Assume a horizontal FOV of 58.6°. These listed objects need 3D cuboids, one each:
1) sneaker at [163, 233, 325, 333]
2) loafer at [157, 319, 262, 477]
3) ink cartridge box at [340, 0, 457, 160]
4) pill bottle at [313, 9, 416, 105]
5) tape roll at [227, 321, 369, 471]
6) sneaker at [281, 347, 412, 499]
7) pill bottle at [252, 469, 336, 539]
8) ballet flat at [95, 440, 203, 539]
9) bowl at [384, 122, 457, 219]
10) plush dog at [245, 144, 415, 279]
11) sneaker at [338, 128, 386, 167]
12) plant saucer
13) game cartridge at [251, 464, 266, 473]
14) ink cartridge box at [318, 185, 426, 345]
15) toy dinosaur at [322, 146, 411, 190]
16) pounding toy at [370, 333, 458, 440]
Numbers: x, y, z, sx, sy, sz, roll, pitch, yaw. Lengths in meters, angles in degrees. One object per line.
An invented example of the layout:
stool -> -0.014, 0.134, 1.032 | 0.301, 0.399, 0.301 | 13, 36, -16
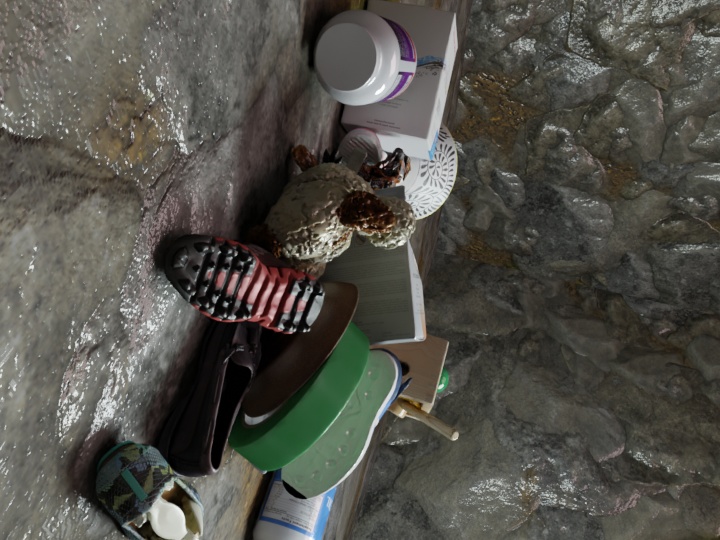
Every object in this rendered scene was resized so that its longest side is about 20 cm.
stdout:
sneaker -> -0.122, 0.007, 0.618 | 0.200, 0.097, 0.072 | 25, 91, -56
loafer -> -0.133, 0.116, 0.656 | 0.072, 0.062, 0.202 | 58, 43, -44
ink cartridge box -> 0.068, -0.305, 1.044 | 0.147, 0.143, 0.203 | 18, 85, -80
pill bottle -> 0.006, -0.276, 0.838 | 0.200, 0.111, 0.114 | -49, 150, -69
tape roll -> -0.075, 0.138, 0.764 | 0.200, 0.048, 0.201 | -43, -163, 17
sneaker -> -0.016, 0.187, 0.803 | 0.201, 0.080, 0.147 | -55, 171, -7
pill bottle -> -0.109, 0.397, 1.041 | 0.113, 0.111, 0.202 | 85, 21, -59
ballet flat -> -0.175, 0.219, 0.570 | 0.201, 0.073, 0.075 | 81, 24, -57
bowl -> 0.069, -0.196, 1.174 | 0.094, 0.199, 0.204 | -2, 106, -54
plush dog -> -0.047, -0.066, 0.743 | 0.172, 0.198, 0.162 | -75, 142, -74
sneaker -> 0.005, -0.185, 1.062 | 0.201, 0.074, 0.106 | 91, 13, -59
plant saucer -> -0.084, 0.082, 0.769 | 0.200, 0.037, 0.201 | -43, -163, 17
game cartridge -> -0.099, 0.211, 0.899 | 0.134, 0.040, 0.200 | -53, 178, -1
ink cartridge box -> 0.000, 0.000, 0.867 | 0.050, 0.160, 0.203 | 18, 67, -64
toy dinosaur -> -0.003, -0.102, 0.956 | 0.202, 0.101, 0.136 | -65, 152, -7
pounding toy -> 0.061, 0.177, 1.002 | 0.185, 0.197, 0.144 | 89, 19, -68
